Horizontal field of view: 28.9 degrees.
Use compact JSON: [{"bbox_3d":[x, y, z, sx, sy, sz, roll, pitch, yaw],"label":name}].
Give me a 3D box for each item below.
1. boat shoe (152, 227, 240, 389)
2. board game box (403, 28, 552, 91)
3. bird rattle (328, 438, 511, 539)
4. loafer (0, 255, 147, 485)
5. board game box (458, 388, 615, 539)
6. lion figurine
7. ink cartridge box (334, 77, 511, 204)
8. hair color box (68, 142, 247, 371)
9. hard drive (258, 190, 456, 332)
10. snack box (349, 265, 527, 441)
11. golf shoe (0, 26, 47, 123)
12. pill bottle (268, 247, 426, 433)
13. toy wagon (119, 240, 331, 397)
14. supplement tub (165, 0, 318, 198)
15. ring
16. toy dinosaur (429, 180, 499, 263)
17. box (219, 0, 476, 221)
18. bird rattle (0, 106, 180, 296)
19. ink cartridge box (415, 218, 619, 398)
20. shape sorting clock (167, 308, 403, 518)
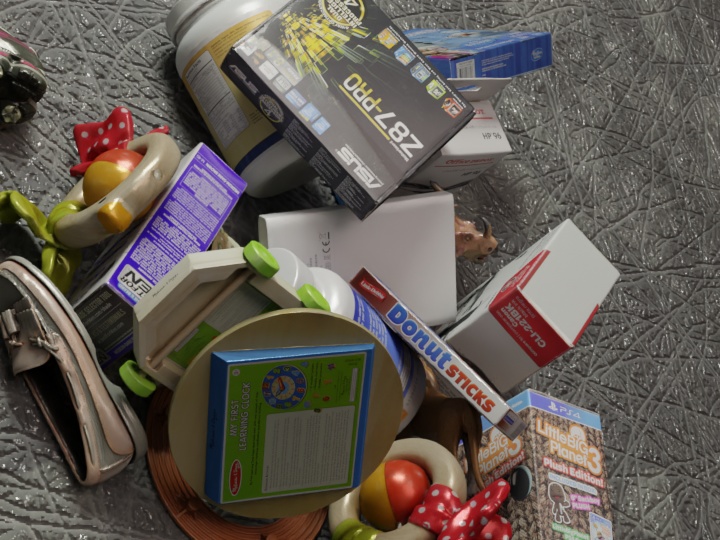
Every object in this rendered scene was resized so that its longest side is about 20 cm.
[{"bbox_3d":[-0.156,0.033,1.255,0.063,0.073,0.200,56,30,-20],"label":"boat shoe"},{"bbox_3d":[0.079,-0.237,1.567,0.199,0.198,0.044,-22,114,-47],"label":"board game box"},{"bbox_3d":[0.035,0.210,1.217,0.113,0.199,0.164,47,23,-35],"label":"bird rattle"},{"bbox_3d":[-0.251,0.083,1.147,0.063,0.072,0.201,-35,92,-41],"label":"loafer"},{"bbox_3d":[0.151,0.243,1.335,0.096,0.159,0.201,21,50,-30],"label":"board game box"},{"bbox_3d":[0.073,0.144,1.334,0.072,0.199,0.124,1,97,-37],"label":"lion figurine"},{"bbox_3d":[0.074,-0.123,1.474,0.116,0.200,0.068,-9,69,-44],"label":"ink cartridge box"},{"bbox_3d":[-0.186,-0.012,1.234,0.065,0.109,0.200,43,44,-14],"label":"hair color box"},{"bbox_3d":[0.000,0.000,1.362,0.199,0.026,0.133,-9,105,-25],"label":"hard drive"},{"bbox_3d":[0.070,0.076,1.285,0.200,0.024,0.072,44,1,27],"label":"snack box"},{"bbox_3d":[-0.371,-0.202,1.234,0.199,0.077,0.088,29,27,-28],"label":"golf shoe"},{"bbox_3d":[-0.034,0.068,1.275,0.200,0.111,0.113,47,38,-39],"label":"pill bottle"},{"bbox_3d":[-0.097,0.066,1.156,0.200,0.155,0.040,39,12,-40],"label":"toy wagon"},{"bbox_3d":[-0.097,-0.190,1.406,0.144,0.144,0.201,-21,78,-47],"label":"supplement tub"},{"bbox_3d":[-0.104,0.166,1.259,0.199,0.019,0.202,22,51,-30],"label":"ring"},{"bbox_3d":[0.032,-0.037,1.428,0.199,0.135,0.086,0,64,-41],"label":"toy dinosaur"},{"bbox_3d":[-0.010,-0.171,1.326,0.200,0.049,0.161,47,60,0],"label":"box"},{"bbox_3d":[-0.216,-0.067,1.218,0.200,0.162,0.113,-46,115,-39],"label":"bird rattle"},{"bbox_3d":[0.150,0.057,1.428,0.084,0.200,0.144,46,42,-3],"label":"ink cartridge box"},{"bbox_3d":[-0.061,0.120,1.156,0.199,0.201,0.039,23,17,-30],"label":"shape sorting clock"}]
